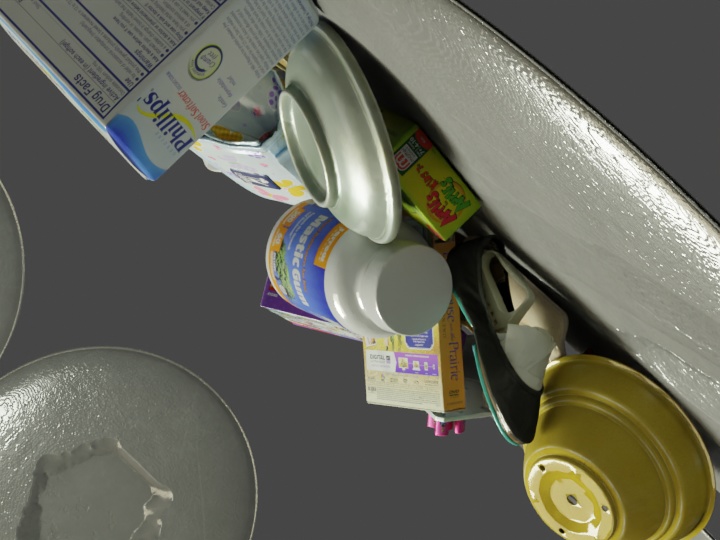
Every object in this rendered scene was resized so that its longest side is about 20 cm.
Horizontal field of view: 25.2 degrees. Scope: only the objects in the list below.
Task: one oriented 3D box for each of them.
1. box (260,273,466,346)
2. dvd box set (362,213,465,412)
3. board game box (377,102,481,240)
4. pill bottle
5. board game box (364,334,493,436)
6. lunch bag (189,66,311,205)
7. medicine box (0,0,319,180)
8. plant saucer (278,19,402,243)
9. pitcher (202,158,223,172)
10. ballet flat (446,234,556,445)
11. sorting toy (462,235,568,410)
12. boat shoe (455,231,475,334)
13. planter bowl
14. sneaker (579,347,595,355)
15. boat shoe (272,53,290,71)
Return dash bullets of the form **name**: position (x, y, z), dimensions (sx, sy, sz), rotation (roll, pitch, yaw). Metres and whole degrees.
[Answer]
- **box**: position (0.006, 0.053, 1.721), dimensions (0.198, 0.040, 0.137), rotation (13, 173, 15)
- **dvd box set**: position (0.046, 0.033, 1.576), dimensions (0.146, 0.029, 0.203), rotation (-2, 92, 59)
- **board game box**: position (0.025, -0.103, 1.464), dimensions (0.102, 0.048, 0.200), rotation (48, 176, -27)
- **pill bottle**: position (0.000, 0.000, 1.506), dimensions (0.112, 0.112, 0.199), rotation (48, 166, -27)
- **board game box**: position (0.130, 0.121, 1.755), dimensions (0.200, 0.198, 0.026), rotation (-140, 50, -59)
- **lunch bag**: position (-0.106, -0.153, 1.599), dimensions (0.200, 0.127, 0.169), rotation (52, -173, 29)
- **medicine box**: position (-0.170, -0.213, 1.323), dimensions (0.182, 0.200, 0.103), rotation (44, 176, 29)
- **plant saucer**: position (-0.028, -0.112, 1.381), dimensions (0.200, 0.050, 0.202), rotation (159, 90, -76)
- **pitcher**: position (-0.165, -0.235, 1.782), dimensions (0.201, 0.120, 0.173), rotation (66, -160, -52)
- **ballet flat**: position (0.128, 0.052, 1.421), dimensions (0.068, 0.068, 0.202), rotation (19, -136, -50)
- **sorting toy**: position (0.149, 0.090, 1.544), dimensions (0.185, 0.036, 0.202), rotation (46, 152, 51)
- **boat shoe**: position (0.103, 0.018, 1.662), dimensions (0.066, 0.074, 0.200), rotation (34, 168, 46)
- **planter bowl**: position (0.205, 0.182, 1.417), dimensions (0.199, 0.083, 0.202), rotation (27, 135, 30)
- **sneaker**: position (0.236, 0.145, 1.499), dimensions (0.116, 0.078, 0.200), rotation (47, 175, -24)
- **boat shoe**: position (-0.110, -0.233, 1.490), dimensions (0.201, 0.063, 0.073), rotation (46, 176, 5)
